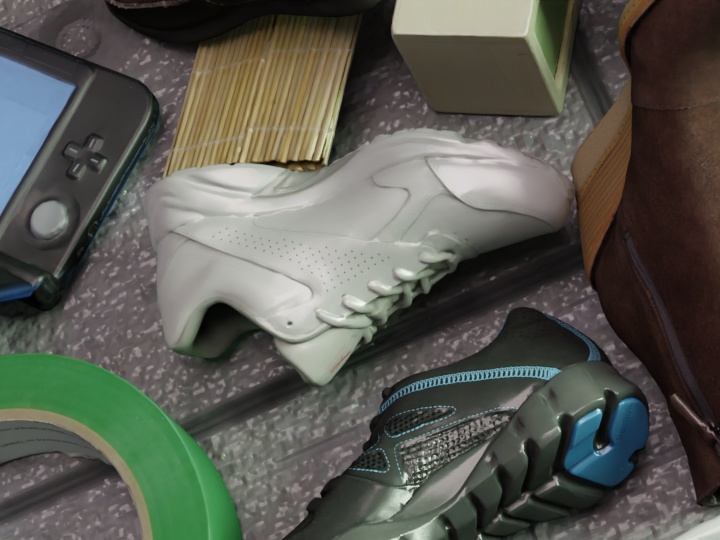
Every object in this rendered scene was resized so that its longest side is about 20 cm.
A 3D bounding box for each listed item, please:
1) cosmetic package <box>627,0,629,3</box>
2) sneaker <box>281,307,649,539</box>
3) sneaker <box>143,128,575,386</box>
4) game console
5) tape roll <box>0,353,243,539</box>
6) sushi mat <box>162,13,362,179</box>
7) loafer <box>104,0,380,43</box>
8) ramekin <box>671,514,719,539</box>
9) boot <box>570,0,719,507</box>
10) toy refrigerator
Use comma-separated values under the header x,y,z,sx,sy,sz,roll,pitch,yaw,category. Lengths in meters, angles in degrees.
x,y,z,sx,sy,sz,roll,pitch,yaw,category
0.219,-0.142,0.925,0.199,0.071,0.102,16,73,24,cosmetic package
0.022,0.094,0.895,0.199,0.073,0.082,-33,44,-4,sneaker
0.000,0.000,0.940,0.199,0.078,0.100,-10,70,24,sneaker
-0.225,-0.062,1.009,0.199,0.118,0.172,22,75,25,game console
-0.149,0.137,0.934,0.199,0.048,0.202,-7,64,15,tape roll
-0.032,-0.135,1.024,0.095,0.012,0.201,-3,64,38,sushi mat
-0.064,-0.155,0.993,0.199,0.071,0.074,-2,65,47,loafer
0.170,0.190,0.779,0.201,0.094,0.204,-7,65,16,ramekin
0.148,-0.019,0.835,0.072,0.200,0.167,-10,63,-20,boot
0.073,-0.177,0.987,0.069,0.076,0.202,3,67,19,toy refrigerator
